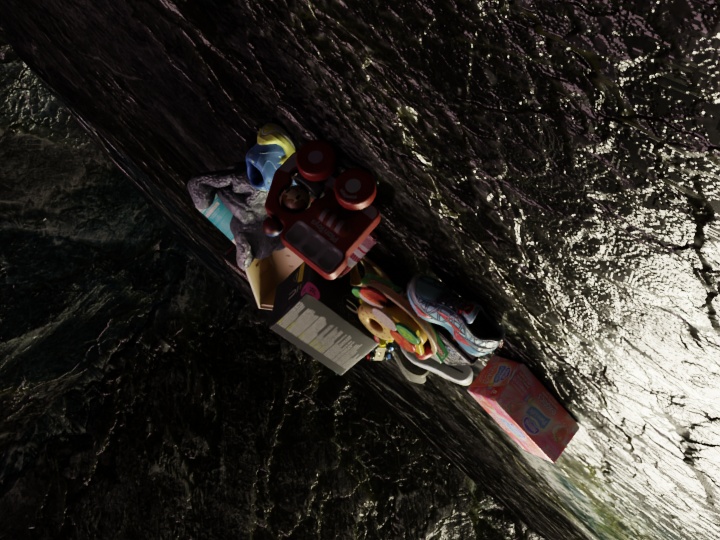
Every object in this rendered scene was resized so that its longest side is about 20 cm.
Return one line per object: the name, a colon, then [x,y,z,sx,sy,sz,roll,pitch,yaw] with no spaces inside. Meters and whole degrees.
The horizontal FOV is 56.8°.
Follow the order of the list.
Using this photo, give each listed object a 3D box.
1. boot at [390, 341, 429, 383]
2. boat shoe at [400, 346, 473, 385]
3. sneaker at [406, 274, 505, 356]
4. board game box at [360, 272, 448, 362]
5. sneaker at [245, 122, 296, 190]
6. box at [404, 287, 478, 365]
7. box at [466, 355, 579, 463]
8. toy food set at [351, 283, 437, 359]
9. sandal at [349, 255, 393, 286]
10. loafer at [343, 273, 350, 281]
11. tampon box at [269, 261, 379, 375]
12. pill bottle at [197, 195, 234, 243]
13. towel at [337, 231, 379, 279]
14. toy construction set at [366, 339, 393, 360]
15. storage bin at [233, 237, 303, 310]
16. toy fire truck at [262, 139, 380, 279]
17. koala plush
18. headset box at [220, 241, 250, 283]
boot: [0.143,0.264,1.825,0.182,0.072,0.200,48,167,40]
boat shoe: [0.178,0.218,1.587,0.200,0.072,0.062,31,160,29]
sneaker: [0.174,0.067,1.172,0.200,0.079,0.096,36,154,-7]
board game box: [0.091,0.097,1.354,0.134,0.029,0.200,23,154,48]
sneaker: [-0.153,-0.173,1.223,0.076,0.105,0.200,31,162,38]
box: [0.151,0.120,1.410,0.200,0.049,0.161,42,164,-2]
box: [0.321,0.272,1.310,0.200,0.095,0.103,47,165,-19]
toy food set: [0.064,0.097,1.281,0.200,0.049,0.198,35,161,29]
sandal: [-0.004,-0.002,1.412,0.078,0.070,0.212,27,160,47]
loafer: [-0.074,-0.008,1.602,0.200,0.068,0.070,35,158,5]
tampon box: [-0.074,0.095,1.427,0.200,0.126,0.150,37,-154,-23]
pill bottle: [-0.338,-0.145,1.796,0.200,0.111,0.111,45,166,-9]
towel: [-0.057,-0.066,1.330,0.144,0.023,0.200,40,147,-4]
toy construction set: [0.053,0.143,1.607,0.092,0.132,0.200,-5,153,9]
storage bin: [-0.161,-0.008,1.539,0.198,0.094,0.201,5,127,28]
toy fire truck: [-0.071,-0.101,1.087,0.200,0.168,0.112,37,165,16]
koala plush: [-0.217,-0.111,1.347,0.183,0.177,0.201,2,110,31]
headset box: [-0.272,-0.028,1.898,0.200,0.149,0.077,37,166,22]
